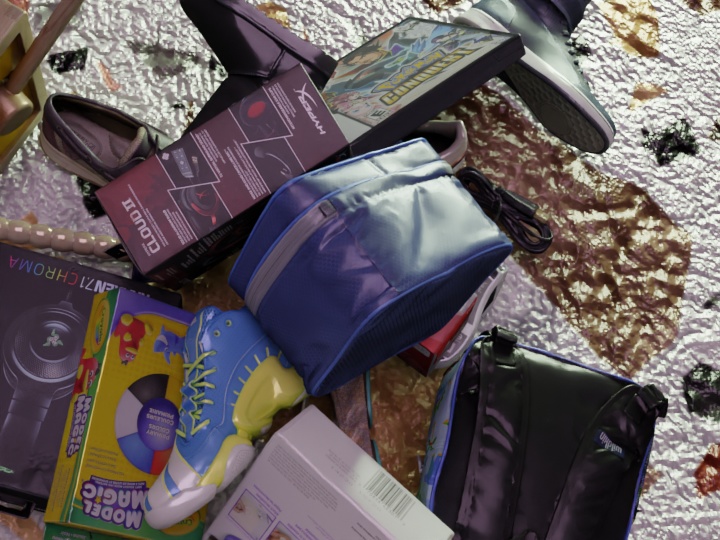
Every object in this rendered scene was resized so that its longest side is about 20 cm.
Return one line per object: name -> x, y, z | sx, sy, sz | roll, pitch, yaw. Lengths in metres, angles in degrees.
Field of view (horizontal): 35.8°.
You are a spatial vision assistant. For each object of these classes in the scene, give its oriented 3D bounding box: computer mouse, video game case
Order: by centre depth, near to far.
computer mouse -> 0.093, 0.006, 1.023 | 0.109, 0.044, 0.201 | 31, 68, 8
video game case -> 0.023, -0.172, 1.032 | 0.199, 0.180, 0.026 | -35, 121, -18

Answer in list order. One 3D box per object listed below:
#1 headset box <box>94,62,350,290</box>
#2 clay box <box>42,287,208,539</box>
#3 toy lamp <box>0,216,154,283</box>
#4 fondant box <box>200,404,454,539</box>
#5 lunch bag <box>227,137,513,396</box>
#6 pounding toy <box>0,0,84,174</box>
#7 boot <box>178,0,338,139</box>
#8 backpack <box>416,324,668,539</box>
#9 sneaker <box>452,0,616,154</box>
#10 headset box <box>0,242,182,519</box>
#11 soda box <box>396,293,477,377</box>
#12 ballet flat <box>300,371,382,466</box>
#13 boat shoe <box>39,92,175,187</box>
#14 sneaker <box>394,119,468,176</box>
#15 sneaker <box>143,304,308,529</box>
headset box -> -0.108, -0.060, 0.866 | 0.199, 0.149, 0.076 | -33, 86, -3
clay box -> -0.163, 0.127, 0.840 | 0.114, 0.047, 0.203 | 22, 66, -36
toy lamp -> -0.247, -0.025, 0.973 | 0.197, 0.058, 0.059 | 9, 67, -15
fondant box -> -0.044, 0.222, 0.840 | 0.144, 0.201, 0.058 | 40, 29, 10
lunch bag -> 0.008, -0.016, 0.840 | 0.199, 0.136, 0.133 | -23, 69, -46
pounding toy -> -0.332, -0.158, 0.955 | 0.141, 0.185, 0.201 | 28, 67, 4
boot -> -0.136, -0.136, 0.979 | 0.164, 0.066, 0.202 | 31, 89, 9
backpack -> 0.131, 0.179, 0.903 | 0.181, 0.147, 0.202 | 20, 63, -2
sneaker -> 0.211, -0.225, 1.115 | 0.146, 0.077, 0.202 | -40, 77, -17
headset box -> -0.254, 0.102, 0.911 | 0.172, 0.093, 0.203 | 16, 68, -1
soda box -> 0.000, 0.000, 0.961 | 0.199, 0.064, 0.070 | 36, 69, 11
ballet flat -> -0.016, 0.146, 0.946 | 0.066, 0.068, 0.202 | -5, 59, -5
boat shoe -> -0.203, -0.101, 1.014 | 0.198, 0.065, 0.072 | 28, 65, 3
sneaker -> 0.002, -0.109, 1.032 | 0.197, 0.090, 0.076 | -10, 70, -12
sneaker -> -0.112, 0.094, 0.824 | 0.105, 0.076, 0.200 | 48, 47, -4
